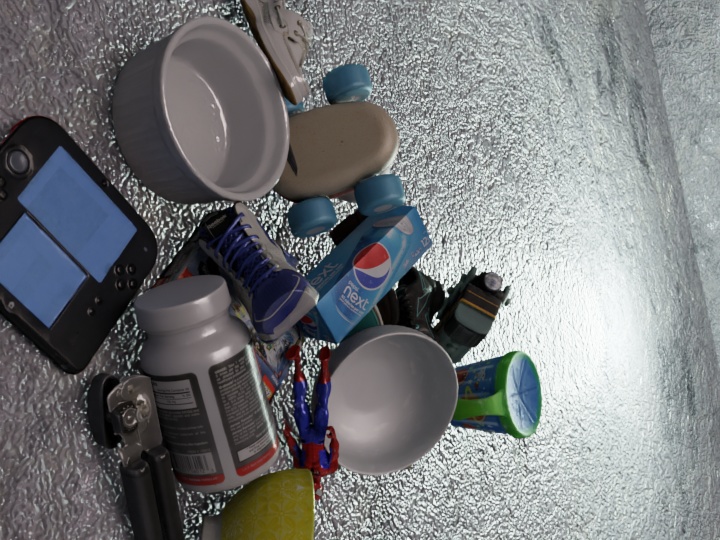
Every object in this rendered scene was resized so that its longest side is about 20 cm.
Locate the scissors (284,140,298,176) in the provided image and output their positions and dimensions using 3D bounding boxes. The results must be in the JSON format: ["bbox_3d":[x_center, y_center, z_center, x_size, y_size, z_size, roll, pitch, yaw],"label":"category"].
[{"bbox_3d":[-0.111,-0.187,1.089,0.014,0.073,0.201,71,12,-59],"label":"scissors"}]

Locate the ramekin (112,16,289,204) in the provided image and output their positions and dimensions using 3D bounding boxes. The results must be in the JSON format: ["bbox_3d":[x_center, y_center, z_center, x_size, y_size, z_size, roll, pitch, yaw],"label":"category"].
[{"bbox_3d":[-0.177,-0.169,0.996,0.200,0.097,0.202,16,70,-53],"label":"ramekin"}]

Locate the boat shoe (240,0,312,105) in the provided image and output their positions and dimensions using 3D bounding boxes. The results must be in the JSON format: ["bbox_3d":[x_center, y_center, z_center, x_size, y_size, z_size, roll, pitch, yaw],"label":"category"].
[{"bbox_3d":[-0.091,-0.285,1.092,0.071,0.069,0.201,77,-9,-57],"label":"boat shoe"}]

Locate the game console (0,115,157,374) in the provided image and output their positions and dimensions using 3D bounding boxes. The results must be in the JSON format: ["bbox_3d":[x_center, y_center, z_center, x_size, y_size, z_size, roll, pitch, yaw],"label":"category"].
[{"bbox_3d":[-0.291,-0.027,0.859,0.200,0.031,0.177,53,43,-33],"label":"game console"}]

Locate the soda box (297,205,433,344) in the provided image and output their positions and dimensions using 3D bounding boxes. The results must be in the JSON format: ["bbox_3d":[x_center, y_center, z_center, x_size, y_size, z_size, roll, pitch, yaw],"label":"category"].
[{"bbox_3d":[0.000,0.000,1.123,0.200,0.068,0.064,-46,122,-29],"label":"soda box"}]

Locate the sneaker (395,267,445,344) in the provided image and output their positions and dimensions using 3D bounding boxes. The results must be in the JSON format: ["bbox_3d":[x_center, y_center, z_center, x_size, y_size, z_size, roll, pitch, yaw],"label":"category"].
[{"bbox_3d":[0.072,0.073,1.332,0.079,0.075,0.200,44,34,-25],"label":"sneaker"}]

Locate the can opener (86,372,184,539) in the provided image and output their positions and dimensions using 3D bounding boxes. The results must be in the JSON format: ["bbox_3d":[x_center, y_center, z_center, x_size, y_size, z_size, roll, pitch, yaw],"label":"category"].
[{"bbox_3d":[-0.224,0.194,0.895,0.053,0.067,0.201,-28,119,-49],"label":"can opener"}]

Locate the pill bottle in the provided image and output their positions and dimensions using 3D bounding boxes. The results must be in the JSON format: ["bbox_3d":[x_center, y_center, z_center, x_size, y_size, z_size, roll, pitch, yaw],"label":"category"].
[{"bbox_3d":[-0.159,0.114,0.926,0.116,0.115,0.201,-35,118,-53],"label":"pill bottle"}]

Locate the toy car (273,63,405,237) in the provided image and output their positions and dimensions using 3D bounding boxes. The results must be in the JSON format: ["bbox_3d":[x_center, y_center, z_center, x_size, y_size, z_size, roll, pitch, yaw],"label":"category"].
[{"bbox_3d":[-0.029,-0.137,1.192,0.200,0.176,0.185,52,21,-77],"label":"toy car"}]

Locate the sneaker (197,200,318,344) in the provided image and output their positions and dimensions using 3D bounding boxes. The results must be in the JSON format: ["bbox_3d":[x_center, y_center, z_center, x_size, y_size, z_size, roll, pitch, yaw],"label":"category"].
[{"bbox_3d":[-0.119,-0.005,0.949,0.115,0.081,0.199,46,3,-22],"label":"sneaker"}]

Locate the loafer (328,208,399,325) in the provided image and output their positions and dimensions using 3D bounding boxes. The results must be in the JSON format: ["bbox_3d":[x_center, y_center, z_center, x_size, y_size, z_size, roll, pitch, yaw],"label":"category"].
[{"bbox_3d":[0.003,0.003,1.254,0.073,0.071,0.201,-107,179,-56],"label":"loafer"}]

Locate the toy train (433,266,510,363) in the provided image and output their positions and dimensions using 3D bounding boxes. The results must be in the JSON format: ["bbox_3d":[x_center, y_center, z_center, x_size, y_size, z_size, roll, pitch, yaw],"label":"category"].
[{"bbox_3d":[0.157,0.075,1.368,0.085,0.200,0.114,30,60,0],"label":"toy train"}]

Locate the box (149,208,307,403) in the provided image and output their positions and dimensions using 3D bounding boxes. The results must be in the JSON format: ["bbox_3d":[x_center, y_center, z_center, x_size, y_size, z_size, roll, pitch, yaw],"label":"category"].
[{"bbox_3d":[-0.145,0.049,1.045,0.200,0.040,0.137,59,39,-29],"label":"box"}]

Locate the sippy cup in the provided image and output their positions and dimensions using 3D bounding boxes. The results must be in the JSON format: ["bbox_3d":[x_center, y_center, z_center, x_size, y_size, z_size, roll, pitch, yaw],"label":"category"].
[{"bbox_3d":[0.204,0.200,1.436,0.178,0.130,0.140,42,51,-42],"label":"sippy cup"}]

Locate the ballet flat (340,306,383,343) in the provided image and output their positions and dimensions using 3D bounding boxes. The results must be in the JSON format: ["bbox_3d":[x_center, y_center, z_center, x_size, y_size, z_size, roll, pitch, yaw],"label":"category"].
[{"bbox_3d":[0.011,0.104,1.249,0.069,0.069,0.201,-50,127,-48],"label":"ballet flat"}]

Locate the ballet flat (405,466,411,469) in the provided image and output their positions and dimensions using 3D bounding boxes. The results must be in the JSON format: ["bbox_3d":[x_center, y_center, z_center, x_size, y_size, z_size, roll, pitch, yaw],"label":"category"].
[{"bbox_3d":[0.081,0.205,1.304,0.068,0.075,0.200,80,25,-46],"label":"ballet flat"}]

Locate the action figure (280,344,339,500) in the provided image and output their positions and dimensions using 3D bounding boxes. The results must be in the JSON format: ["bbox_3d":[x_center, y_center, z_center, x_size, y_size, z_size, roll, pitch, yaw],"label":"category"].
[{"bbox_3d":[-0.059,0.191,1.091,0.052,0.065,0.201,-77,165,-67],"label":"action figure"}]

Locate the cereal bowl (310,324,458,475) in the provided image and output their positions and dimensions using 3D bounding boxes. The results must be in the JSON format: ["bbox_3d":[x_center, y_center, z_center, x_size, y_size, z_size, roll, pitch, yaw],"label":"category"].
[{"bbox_3d":[0.023,0.161,1.181,0.199,0.083,0.201,-8,109,-22],"label":"cereal bowl"}]

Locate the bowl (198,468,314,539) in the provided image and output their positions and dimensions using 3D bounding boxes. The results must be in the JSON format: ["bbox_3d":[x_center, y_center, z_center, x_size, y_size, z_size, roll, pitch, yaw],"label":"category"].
[{"bbox_3d":[-0.118,0.305,0.947,0.107,0.200,0.201,8,71,-10],"label":"bowl"}]
